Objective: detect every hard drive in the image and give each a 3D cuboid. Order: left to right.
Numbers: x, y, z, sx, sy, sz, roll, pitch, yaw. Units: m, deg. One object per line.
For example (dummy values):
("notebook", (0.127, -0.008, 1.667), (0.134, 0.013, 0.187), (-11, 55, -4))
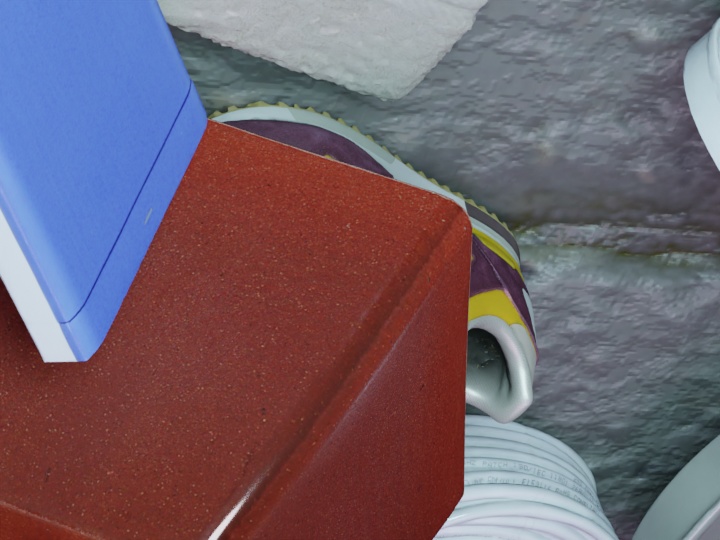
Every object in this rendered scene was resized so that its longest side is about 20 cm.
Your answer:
("hard drive", (-0.114, -0.086, 0.984), (0.025, 0.132, 0.201), (-1, 133, 24))

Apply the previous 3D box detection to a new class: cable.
("cable", (0.029, 0.150, 1.408), (0.199, 0.070, 0.200), (8, 136, -24))

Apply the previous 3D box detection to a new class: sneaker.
("sneaker", (0.000, 0.000, 1.200), (0.199, 0.090, 0.075), (21, 131, -35))

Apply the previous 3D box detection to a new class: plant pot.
("plant pot", (-0.082, 0.069, 1.132), (0.199, 0.177, 0.200), (19, 143, 16))

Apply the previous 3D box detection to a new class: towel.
("towel", (-0.030, -0.135, 1.074), (0.199, 0.035, 0.133), (18, 134, -31))

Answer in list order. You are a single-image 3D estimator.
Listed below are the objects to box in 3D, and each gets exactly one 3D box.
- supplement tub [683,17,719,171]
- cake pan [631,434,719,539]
("supplement tub", (0.237, -0.097, 1.101), (0.145, 0.146, 0.200), (25, 128, -37))
("cake pan", (0.208, 0.124, 1.400), (0.199, 0.037, 0.201), (-24, 144, -19))
